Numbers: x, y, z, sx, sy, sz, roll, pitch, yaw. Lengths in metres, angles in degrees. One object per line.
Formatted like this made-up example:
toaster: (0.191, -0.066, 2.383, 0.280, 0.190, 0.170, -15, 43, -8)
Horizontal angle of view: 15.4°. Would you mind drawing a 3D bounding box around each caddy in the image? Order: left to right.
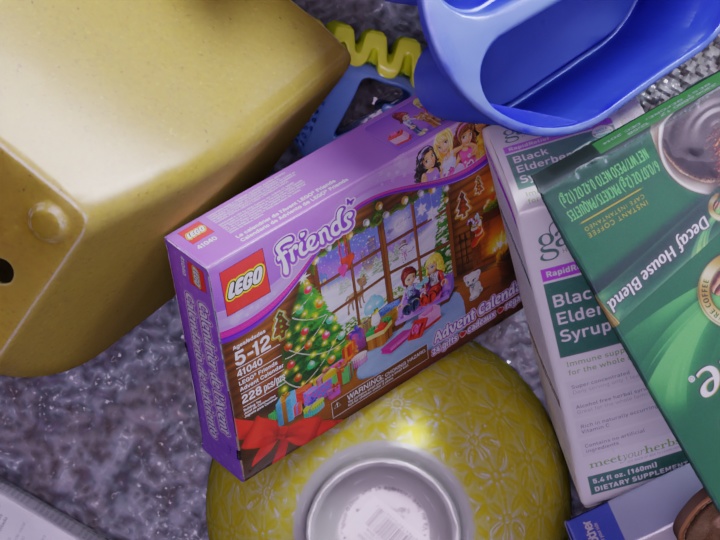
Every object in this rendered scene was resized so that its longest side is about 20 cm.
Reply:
caddy: (0.098, -0.149, 1.267, 0.200, 0.105, 0.142, -35, 108, -25)

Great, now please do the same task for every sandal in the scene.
sandal: (-0.013, -0.088, 1.394, 0.198, 0.079, 0.088, 15, 98, 3)

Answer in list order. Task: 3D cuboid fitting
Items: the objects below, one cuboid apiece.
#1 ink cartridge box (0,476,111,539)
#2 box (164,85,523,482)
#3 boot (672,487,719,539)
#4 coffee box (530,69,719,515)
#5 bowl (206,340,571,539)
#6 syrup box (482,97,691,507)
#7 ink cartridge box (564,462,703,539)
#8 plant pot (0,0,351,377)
ink cartridge box: (-0.237, 0.201, 1.437, 0.199, 0.041, 0.200, 30, 94, 0)
box: (0.000, 0.000, 1.330, 0.199, 0.039, 0.138, -31, 133, -26)
boot: (0.248, 0.148, 1.334, 0.199, 0.076, 0.074, 14, 129, -28)
coffee box: (0.180, 0.015, 1.244, 0.122, 0.044, 0.201, -28, 103, 4)
bowl: (0.013, 0.131, 1.390, 0.198, 0.108, 0.202, 0, 94, 2)
syrup box: (0.124, 0.014, 1.342, 0.078, 0.082, 0.201, -16, 129, -1)
ink cartridge box: (0.187, 0.147, 1.387, 0.199, 0.042, 0.120, -27, 134, 2)
plant pot: (-0.159, -0.063, 1.303, 0.195, 0.200, 0.194, 38, 124, -1)
